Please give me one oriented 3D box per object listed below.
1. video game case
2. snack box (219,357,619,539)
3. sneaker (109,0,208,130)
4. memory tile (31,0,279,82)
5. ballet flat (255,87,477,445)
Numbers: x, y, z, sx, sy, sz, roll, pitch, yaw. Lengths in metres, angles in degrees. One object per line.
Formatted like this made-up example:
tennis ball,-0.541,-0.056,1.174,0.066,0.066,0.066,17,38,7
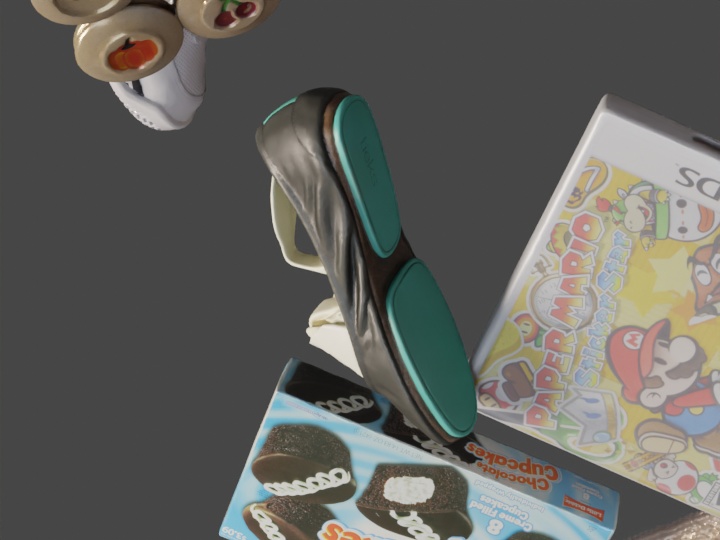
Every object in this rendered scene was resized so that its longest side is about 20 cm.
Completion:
video game case,0.167,0.028,1.001,0.182,0.023,0.200,24,125,-1
snack box,0.031,0.137,1.097,0.199,0.037,0.116,22,125,0
sneaker,-0.063,-0.153,0.911,0.115,0.075,0.200,6,121,13
memory tile,-0.050,-0.154,0.830,0.200,0.017,0.153,-23,148,4
ballet flat,0.000,0.000,1.006,0.068,0.068,0.200,-10,109,31
